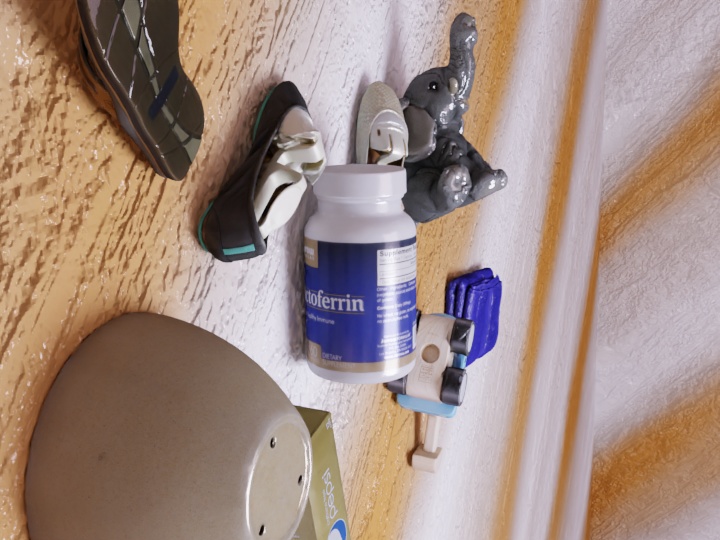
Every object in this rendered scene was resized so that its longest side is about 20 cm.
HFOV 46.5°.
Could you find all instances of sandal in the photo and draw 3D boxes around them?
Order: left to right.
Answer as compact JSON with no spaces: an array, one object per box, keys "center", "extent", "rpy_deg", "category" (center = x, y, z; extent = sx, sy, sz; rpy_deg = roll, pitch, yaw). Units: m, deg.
[{"center":[-0.151,-0.139,0.554],"extent":[0.201,0.053,0.083],"rpy_deg":[81,30,-60],"category":"sandal"}]

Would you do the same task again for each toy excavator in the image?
[{"center":[0.101,0.167,1.138],"extent":[0.200,0.097,0.199],"rpy_deg":[54,46,-67],"category":"toy excavator"}]

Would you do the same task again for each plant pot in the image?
[{"center":[-0.111,0.137,0.588],"extent":[0.199,0.131,0.206],"rpy_deg":[4,90,-66],"category":"plant pot"}]

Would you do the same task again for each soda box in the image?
[{"center":[-0.056,0.231,0.808],"extent":[0.064,0.066,0.204],"rpy_deg":[-47,136,-53],"category":"soda box"}]

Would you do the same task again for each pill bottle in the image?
[{"center":[0.000,0.000,0.838],"extent":[0.115,0.113,0.205],"rpy_deg":[-22,114,-63],"category":"pill bottle"}]

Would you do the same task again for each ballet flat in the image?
[{"center":[-0.069,-0.085,0.722],"extent":[0.069,0.067,0.203],"rpy_deg":[65,37,-47],"category":"ballet flat"},{"center":[0.028,-0.110,0.928],"extent":[0.066,0.062,0.206],"rpy_deg":[7,87,-34],"category":"ballet flat"}]

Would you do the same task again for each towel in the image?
[{"center":[0.187,0.077,1.358],"extent":[0.199,0.048,0.152],"rpy_deg":[-12,104,-65],"category":"towel"}]

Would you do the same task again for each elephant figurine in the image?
[{"center":[0.088,-0.172,1.010],"extent":[0.141,0.152,0.204],"rpy_deg":[159,-91,-80],"category":"elephant figurine"}]
